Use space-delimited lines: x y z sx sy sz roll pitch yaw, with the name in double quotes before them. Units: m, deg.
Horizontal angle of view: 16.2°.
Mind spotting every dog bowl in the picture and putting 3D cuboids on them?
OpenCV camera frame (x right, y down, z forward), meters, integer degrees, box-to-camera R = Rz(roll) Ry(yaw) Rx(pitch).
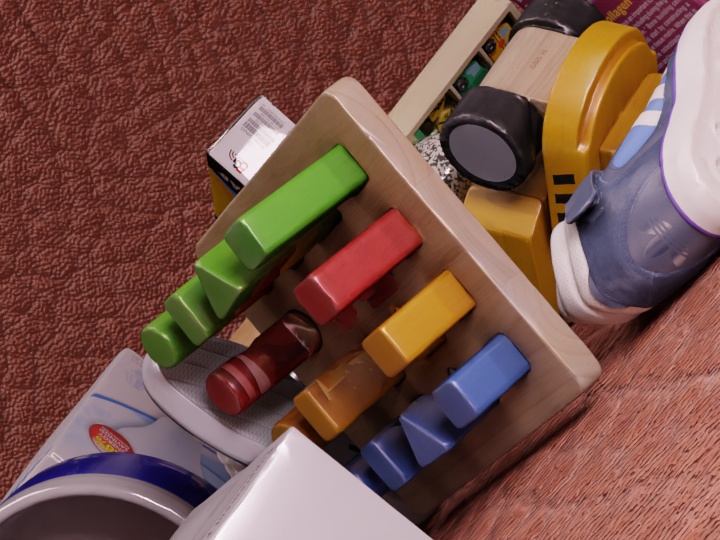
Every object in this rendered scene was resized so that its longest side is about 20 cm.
"dog bowl" -0.154 0.216 1.560 0.200 0.200 0.079 -50 2 15

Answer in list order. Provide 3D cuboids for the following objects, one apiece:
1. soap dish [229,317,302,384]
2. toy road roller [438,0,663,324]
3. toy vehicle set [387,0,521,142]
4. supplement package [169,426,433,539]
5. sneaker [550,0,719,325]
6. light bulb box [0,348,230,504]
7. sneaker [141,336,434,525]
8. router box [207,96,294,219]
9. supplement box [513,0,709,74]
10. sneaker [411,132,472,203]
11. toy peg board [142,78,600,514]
"soap dish" -0.013 0.050 1.853 0.200 0.081 0.157 -52 -34 2
"toy road roller" 0.141 -0.052 1.467 0.123 0.145 0.201 -54 -32 -34
"toy vehicle set" 0.104 -0.103 1.859 0.124 0.026 0.200 -53 -38 -6
"supplement package" -0.054 0.183 1.386 0.114 0.109 0.200 -53 4 -25
"sneaker" 0.157 -0.054 1.340 0.146 0.080 0.200 -41 15 39
"light bulb box" -0.141 0.185 1.707 0.125 0.198 0.200 -51 5 20
"sneaker" -0.049 0.106 1.449 0.071 0.200 0.073 -42 28 35
"router box" 0.000 0.000 1.493 0.051 0.200 0.149 -46 -10 -11
"supplement box" 0.174 -0.183 1.477 0.103 0.200 0.131 -53 6 -24
"sneaker" 0.045 -0.054 1.576 0.089 0.077 0.200 -47 10 -8
"toy peg board" -0.011 0.040 1.333 0.098 0.199 0.200 -38 -4 -34
